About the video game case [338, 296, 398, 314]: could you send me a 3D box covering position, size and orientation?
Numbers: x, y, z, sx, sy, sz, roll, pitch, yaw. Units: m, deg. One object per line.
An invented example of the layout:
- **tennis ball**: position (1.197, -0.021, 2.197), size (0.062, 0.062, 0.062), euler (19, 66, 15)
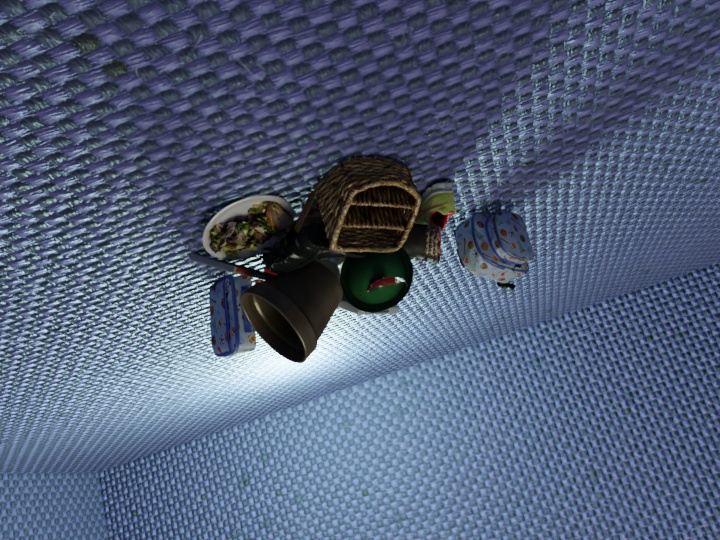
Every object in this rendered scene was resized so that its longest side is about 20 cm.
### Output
- **video game case**: position (-0.032, 0.068, 1.705), size (0.199, 0.023, 0.182), euler (19, -172, 33)

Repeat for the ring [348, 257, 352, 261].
- **ring**: position (0.000, 0.000, 1.669), size (0.019, 0.201, 0.200), euler (-37, 161, -3)

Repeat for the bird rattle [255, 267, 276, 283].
- **bird rattle**: position (-0.198, 0.059, 1.764), size (0.162, 0.113, 0.200), euler (-8, 142, -28)

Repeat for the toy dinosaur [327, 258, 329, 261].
- **toy dinosaur**: position (-0.096, -0.065, 1.540), size (0.199, 0.061, 0.106), euler (-33, 156, 10)

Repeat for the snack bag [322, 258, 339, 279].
- **snack bag**: position (-0.147, -0.003, 1.745), size (0.187, 0.022, 0.200), euler (-7, 153, -2)

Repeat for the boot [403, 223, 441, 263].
- **boot**: position (0.109, -0.035, 1.600), size (0.150, 0.073, 0.201), euler (6, 126, 11)

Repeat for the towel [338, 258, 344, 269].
- **towel**: position (0.014, -0.027, 1.840), size (0.199, 0.032, 0.191), euler (-21, 160, 10)

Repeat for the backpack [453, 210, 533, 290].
- **backpack**: position (0.342, -0.065, 1.791), size (0.190, 0.201, 0.154), euler (4, 148, -31)

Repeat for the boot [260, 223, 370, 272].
- **boot**: position (-0.095, -0.041, 1.454), size (0.198, 0.074, 0.162), euler (3, 159, -43)

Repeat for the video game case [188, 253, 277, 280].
- **video game case**: position (-0.270, -0.001, 1.571), size (0.142, 0.018, 0.200), euler (14, 179, 33)

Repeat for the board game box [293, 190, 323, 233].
- **board game box**: position (-0.041, -0.112, 1.492), size (0.199, 0.030, 0.096), euler (4, 125, -41)

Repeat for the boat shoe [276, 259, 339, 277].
- **boat shoe**: position (-0.144, 0.004, 1.660), size (0.199, 0.073, 0.062), euler (8, 145, -38)

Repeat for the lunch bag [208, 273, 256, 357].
- **lunch bag**: position (-0.312, 0.107, 1.687), size (0.075, 0.201, 0.160), euler (-2, 169, -33)

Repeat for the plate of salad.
- **plate of salad**: position (-0.226, -0.079, 1.425), size (0.199, 0.048, 0.200), euler (-21, 152, -12)

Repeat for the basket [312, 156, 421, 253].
- **basket**: position (0.029, -0.130, 1.391), size (0.199, 0.150, 0.143), euler (2, 154, -41)

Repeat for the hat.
- **hat**: position (0.015, -0.006, 1.458), size (0.199, 0.167, 0.176), euler (-18, 165, 18)

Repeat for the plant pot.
- **plant pot**: position (-0.137, 0.073, 1.534), size (0.174, 0.200, 0.200), euler (-45, 175, -29)

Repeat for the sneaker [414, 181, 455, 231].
- **sneaker**: position (0.158, -0.123, 1.608), size (0.078, 0.091, 0.200), euler (-9, 161, -25)

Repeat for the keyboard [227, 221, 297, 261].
- **keyboard**: position (-0.212, -0.071, 1.540), size (0.199, 0.040, 0.104), euler (-15, 148, -21)
